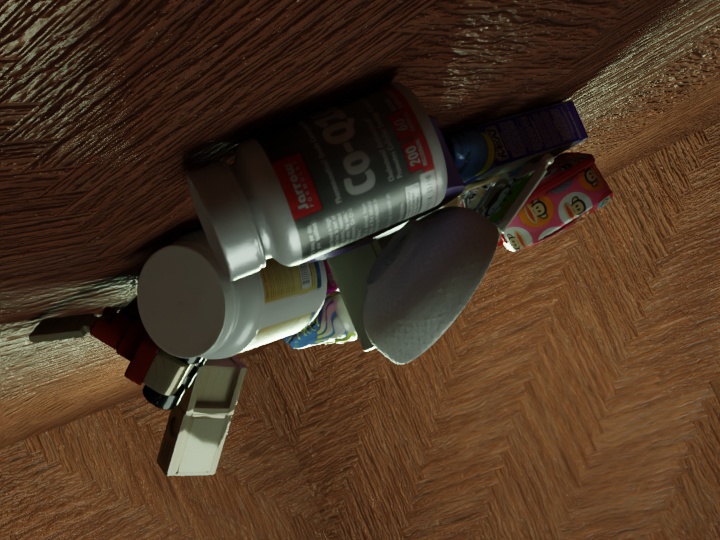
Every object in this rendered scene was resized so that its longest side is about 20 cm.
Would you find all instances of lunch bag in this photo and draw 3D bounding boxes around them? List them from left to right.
[{"bbox_3d":[0.235,-0.084,1.319,0.175,0.082,0.200,-32,-176,3],"label":"lunch bag"}]

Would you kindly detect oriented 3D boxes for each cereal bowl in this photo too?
[{"bbox_3d":[0.065,0.004,1.129,0.201,0.083,0.200,-53,-169,14],"label":"cereal bowl"}]

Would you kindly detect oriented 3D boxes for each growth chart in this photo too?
[{"bbox_3d":[0.164,-0.076,1.222,0.145,0.018,0.200,-57,-169,-16],"label":"growth chart"}]

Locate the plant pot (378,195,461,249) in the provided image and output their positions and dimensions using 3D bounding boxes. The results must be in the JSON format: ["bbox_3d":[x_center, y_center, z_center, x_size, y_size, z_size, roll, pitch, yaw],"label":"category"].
[{"bbox_3d":[0.059,-0.052,1.416,0.202,0.092,0.201,-56,167,-20],"label":"plant pot"}]

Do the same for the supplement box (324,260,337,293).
[{"bbox_3d":[-0.146,0.025,1.350,0.199,0.104,0.101,-29,174,28],"label":"supplement box"}]

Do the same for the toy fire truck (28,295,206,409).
[{"bbox_3d":[-0.283,0.069,1.215,0.129,0.199,0.176,-58,-176,22],"label":"toy fire truck"}]

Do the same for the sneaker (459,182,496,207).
[{"bbox_3d":[0.182,-0.094,1.501,0.080,0.075,0.201,-3,140,1],"label":"sneaker"}]

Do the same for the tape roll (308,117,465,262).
[{"bbox_3d":[0.011,-0.087,1.093,0.199,0.086,0.200,-24,176,-2],"label":"tape roll"}]

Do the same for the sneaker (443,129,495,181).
[{"bbox_3d":[0.078,-0.121,1.234,0.078,0.067,0.200,-5,164,-38],"label":"sneaker"}]

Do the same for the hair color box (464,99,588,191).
[{"bbox_3d":[0.200,-0.164,1.319,0.199,0.065,0.109,-19,173,-37],"label":"hair color box"}]

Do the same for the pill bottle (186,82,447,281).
[{"bbox_3d":[-0.037,-0.073,0.833,0.199,0.115,0.114,-23,175,-12],"label":"pill bottle"}]

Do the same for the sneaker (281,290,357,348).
[{"bbox_3d":[-0.064,0.085,1.443,0.104,0.076,0.200,-22,175,-8],"label":"sneaker"}]

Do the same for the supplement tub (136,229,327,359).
[{"bbox_3d":[-0.144,0.020,1.129,0.144,0.146,0.200,-27,174,29],"label":"supplement tub"}]

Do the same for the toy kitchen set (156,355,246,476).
[{"bbox_3d":[-0.300,0.169,1.434,0.162,0.182,0.200,7,-163,-37],"label":"toy kitchen set"}]

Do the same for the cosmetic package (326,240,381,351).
[{"bbox_3d":[0.000,0.000,1.282,0.073,0.201,0.104,-24,176,1],"label":"cosmetic package"}]
